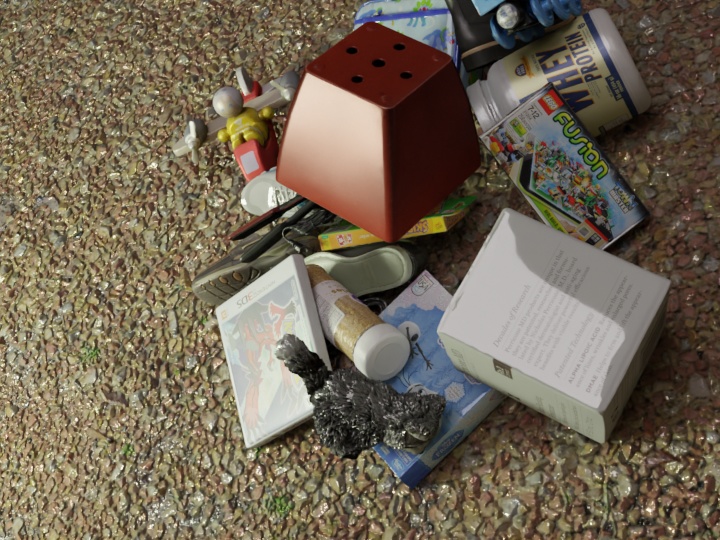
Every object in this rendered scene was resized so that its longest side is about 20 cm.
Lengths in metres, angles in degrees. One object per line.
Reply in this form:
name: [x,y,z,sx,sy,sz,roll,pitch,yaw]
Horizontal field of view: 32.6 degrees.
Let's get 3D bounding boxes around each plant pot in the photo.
plant pot: [0.024,-0.190,1.550,0.200,0.176,0.200,30,53,26]

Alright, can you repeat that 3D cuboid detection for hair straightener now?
hair straightener: [-0.080,-0.060,1.639,0.200,0.041,0.077,-30,78,15]

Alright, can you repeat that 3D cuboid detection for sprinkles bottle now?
sprinkles bottle: [-0.020,0.063,1.551,0.068,0.068,0.200,-49,44,-3]

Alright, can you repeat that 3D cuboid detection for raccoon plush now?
raccoon plush: [0.003,0.146,1.416,0.134,0.200,0.097,-19,41,38]

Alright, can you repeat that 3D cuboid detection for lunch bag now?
lunch bag: [0.075,-0.303,1.703,0.200,0.082,0.161,5,86,41]

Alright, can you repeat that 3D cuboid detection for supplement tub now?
supplement tub: [0.250,-0.225,1.563,0.200,0.145,0.145,-27,52,14]

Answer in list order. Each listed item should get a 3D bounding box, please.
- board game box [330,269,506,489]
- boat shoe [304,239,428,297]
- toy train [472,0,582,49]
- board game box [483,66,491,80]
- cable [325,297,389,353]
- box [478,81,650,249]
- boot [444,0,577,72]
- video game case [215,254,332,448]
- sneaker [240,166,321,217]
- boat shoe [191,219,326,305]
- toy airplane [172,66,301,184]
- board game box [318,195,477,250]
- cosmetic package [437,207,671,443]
board game box: [0.073,0.130,1.525,0.199,0.043,0.200,-44,50,0]
boat shoe: [0.000,0.000,1.636,0.201,0.061,0.072,-7,101,41]
toy train: [0.204,-0.345,1.516,0.087,0.200,0.114,-25,94,34]
board game box: [0.134,-0.361,1.775,0.200,0.046,0.152,34,84,39]
cable: [-0.055,0.091,1.619,0.200,0.050,0.097,-17,58,23]
box: [0.246,-0.116,1.489,0.110,0.200,0.035,-38,6,6]
boot: [0.195,-0.357,1.628,0.200,0.139,0.077,-26,6,-38]
video game case: [-0.111,0.106,1.583,0.182,0.023,0.200,-33,64,42]
sneaker: [-0.080,-0.104,1.697,0.200,0.087,0.075,-4,105,19]
boat shoe: [-0.142,-0.012,1.727,0.200,0.075,0.073,-19,45,10]
toy airplane: [-0.168,-0.232,1.818,0.199,0.141,0.200,23,76,38]
board game box: [0.052,-0.063,1.627,0.200,0.030,0.096,-11,13,27]
cosmetic package: [0.217,0.063,1.368,0.200,0.165,0.165,26,77,20]
